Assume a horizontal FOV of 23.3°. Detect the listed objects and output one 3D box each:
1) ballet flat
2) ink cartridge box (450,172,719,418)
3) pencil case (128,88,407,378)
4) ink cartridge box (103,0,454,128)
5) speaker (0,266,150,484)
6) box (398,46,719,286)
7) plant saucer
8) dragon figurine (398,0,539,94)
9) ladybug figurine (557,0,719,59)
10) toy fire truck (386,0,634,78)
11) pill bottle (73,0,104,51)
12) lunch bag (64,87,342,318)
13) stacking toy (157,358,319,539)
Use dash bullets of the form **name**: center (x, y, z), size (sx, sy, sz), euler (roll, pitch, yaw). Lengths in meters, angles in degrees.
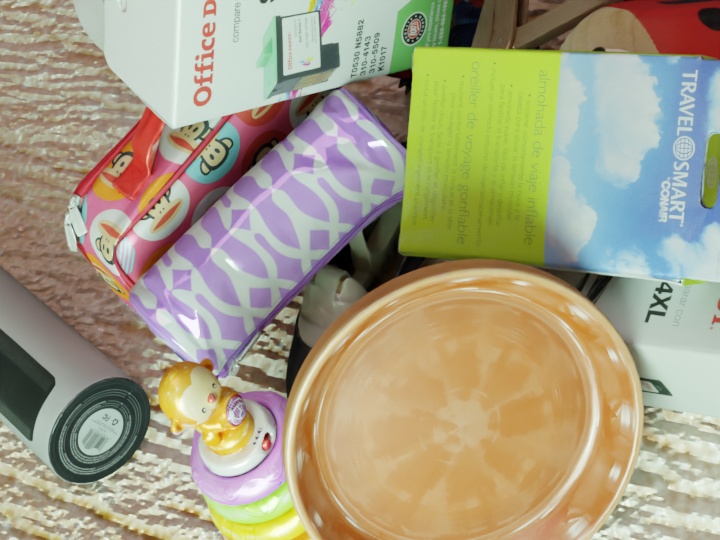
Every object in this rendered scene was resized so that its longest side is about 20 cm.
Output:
- **ballet flat**: center (0.000, 0.000, 1.118), size (0.073, 0.073, 0.200), euler (17, 68, 36)
- **ink cartridge box**: center (0.164, -0.003, 1.020), size (0.199, 0.084, 0.146), euler (7, 61, 33)
- **pencil case**: center (-0.051, -0.019, 1.063), size (0.200, 0.084, 0.086), euler (-46, 72, 3)
- **ink cartridge box**: center (-0.043, -0.182, 1.025), size (0.200, 0.145, 0.084), euler (-18, 43, -29)
- **speaker**: center (-0.230, 0.062, 1.191), size (0.081, 0.081, 0.200), euler (-47, 49, -9)
- **box**: center (0.119, -0.060, 0.961), size (0.199, 0.048, 0.122), euler (6, 94, 32)
- **plant saucer**: center (0.055, 0.087, 0.950), size (0.200, 0.201, 0.032), euler (-34, 25, 3)
- **dragon figurine**: center (0.088, -0.156, 1.186), size (0.099, 0.059, 0.201), euler (3, 60, 30)
- **ladybug figurine**: center (0.201, -0.126, 1.039), size (0.199, 0.072, 0.136), euler (-9, 17, -26)
- **toy fire truck**: center (0.089, -0.178, 1.118), size (0.200, 0.049, 0.141), euler (-38, 51, 15)
- **pill bottle**: center (-0.117, -0.232, 1.290), size (0.200, 0.109, 0.110), euler (-21, 48, 38)
- **lunch bag**: center (-0.091, -0.058, 1.135), size (0.200, 0.176, 0.082), euler (-48, 50, -10)
- **stacking toy**: center (-0.056, 0.107, 0.983), size (0.109, 0.200, 0.116), euler (10, 62, 33)
